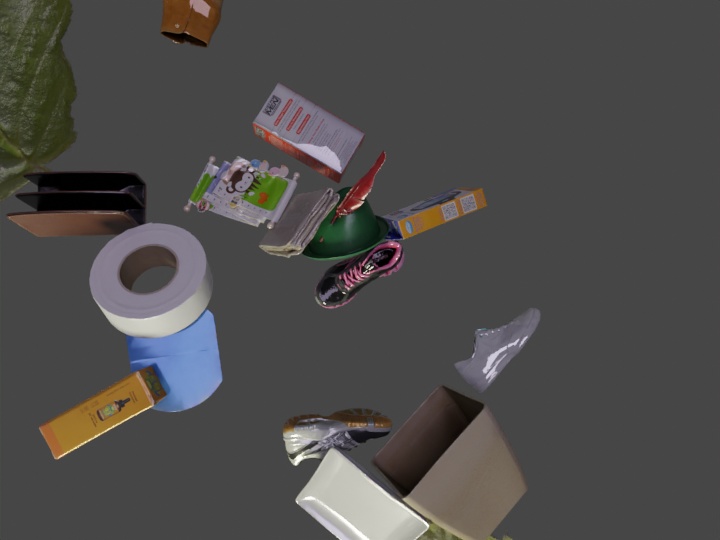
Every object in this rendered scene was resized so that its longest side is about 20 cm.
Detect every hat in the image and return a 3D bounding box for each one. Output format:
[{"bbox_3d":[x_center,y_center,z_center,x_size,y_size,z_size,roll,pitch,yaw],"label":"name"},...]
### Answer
[{"bbox_3d":[-0.038,-0.136,1.038,0.198,0.166,0.177,-12,120,6],"label":"hat"}]

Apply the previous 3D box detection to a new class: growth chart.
[{"bbox_3d":[-0.225,-0.156,1.117,0.198,0.018,0.146,14,72,8],"label":"growth chart"}]

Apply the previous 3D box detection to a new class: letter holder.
[{"bbox_3d":[-0.503,-0.127,1.037,0.198,0.142,0.102,-2,80,-6],"label":"letter holder"}]

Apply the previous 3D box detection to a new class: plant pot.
[{"bbox_3d":[0.167,0.348,1.011,0.200,0.200,0.177,-44,99,-11],"label":"plant pot"}]

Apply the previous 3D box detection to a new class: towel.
[{"bbox_3d":[-0.114,-0.087,1.051,0.034,0.200,0.133,40,77,-22],"label":"towel"}]

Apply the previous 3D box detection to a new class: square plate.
[{"bbox_3d":[-0.001,0.405,0.987,0.197,0.201,0.028,36,40,8],"label":"square plate"}]

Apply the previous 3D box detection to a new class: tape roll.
[{"bbox_3d":[-0.367,0.015,1.027,0.200,0.071,0.204,0,57,-1],"label":"tape roll"}]

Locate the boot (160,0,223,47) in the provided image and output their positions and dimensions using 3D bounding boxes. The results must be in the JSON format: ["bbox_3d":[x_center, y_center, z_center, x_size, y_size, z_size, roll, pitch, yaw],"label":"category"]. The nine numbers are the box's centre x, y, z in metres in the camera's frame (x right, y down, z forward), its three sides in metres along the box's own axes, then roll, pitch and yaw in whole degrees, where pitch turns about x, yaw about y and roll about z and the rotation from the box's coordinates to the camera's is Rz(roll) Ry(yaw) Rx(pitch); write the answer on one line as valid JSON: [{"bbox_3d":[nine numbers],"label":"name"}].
[{"bbox_3d":[-0.379,-0.538,1.157,0.199,0.071,0.145,20,76,-8],"label":"boot"}]

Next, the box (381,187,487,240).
[{"bbox_3d":[0.128,-0.110,1.112,0.198,0.119,0.042,-20,103,-10],"label":"box"}]

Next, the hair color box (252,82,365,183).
[{"bbox_3d":[-0.102,-0.271,1.147,0.199,0.061,0.102,31,78,-1],"label":"hair color box"}]

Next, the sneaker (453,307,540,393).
[{"bbox_3d":[0.263,0.134,1.115,0.088,0.075,0.200,41,80,14],"label":"sneaker"}]

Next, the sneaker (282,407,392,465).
[{"bbox_3d":[-0.040,0.307,1.057,0.198,0.076,0.089,-4,96,-4],"label":"sneaker"}]

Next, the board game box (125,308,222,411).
[{"bbox_3d":[-0.337,0.152,1.061,0.156,0.039,0.202,-9,89,-9],"label":"board game box"}]

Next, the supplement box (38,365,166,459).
[{"bbox_3d":[-0.440,0.242,0.997,0.199,0.069,0.067,-29,88,4],"label":"supplement box"}]

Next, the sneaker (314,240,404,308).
[{"bbox_3d":[0.000,0.000,1.094,0.199,0.095,0.079,-33,88,-10],"label":"sneaker"}]
